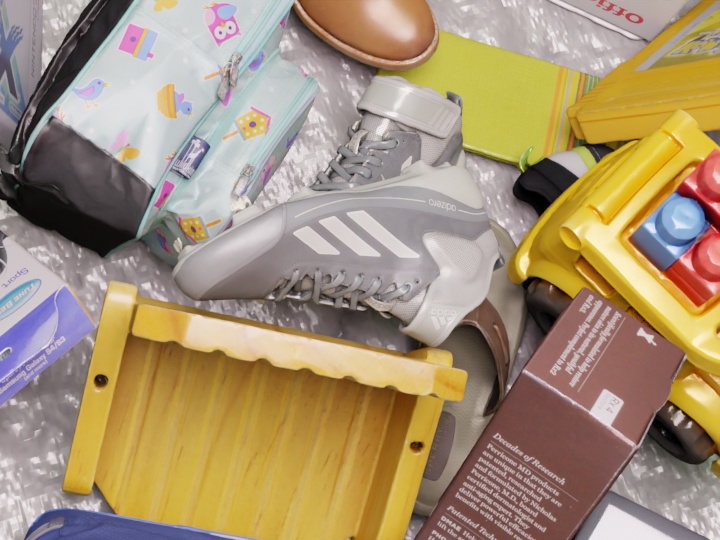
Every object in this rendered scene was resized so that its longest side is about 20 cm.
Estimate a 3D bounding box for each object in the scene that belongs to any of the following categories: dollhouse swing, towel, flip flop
[{"bbox_3d":[-0.055,0.099,0.739,0.199,0.176,0.183,13,102,-11],"label":"dollhouse swing"},{"bbox_3d":[0.107,-0.113,0.942,0.199,0.018,0.086,16,68,-5],"label":"towel"},{"bbox_3d":[0.063,0.058,0.868,0.081,0.058,0.201,18,74,-5],"label":"flip flop"}]

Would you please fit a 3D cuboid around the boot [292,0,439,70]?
[{"bbox_3d":[-0.013,-0.227,0.834,0.077,0.155,0.200,-32,83,-15],"label":"boot"}]

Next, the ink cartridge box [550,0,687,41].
[{"bbox_3d":[0.178,-0.255,0.894,0.145,0.200,0.084,25,70,-3],"label":"ink cartridge box"}]

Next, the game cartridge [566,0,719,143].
[{"bbox_3d":[0.251,-0.145,0.872,0.200,0.176,0.033,-37,111,-34],"label":"game cartridge"}]

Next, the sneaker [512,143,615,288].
[{"bbox_3d":[0.148,0.013,0.891,0.082,0.072,0.201,-13,79,-6],"label":"sneaker"}]

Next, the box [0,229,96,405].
[{"bbox_3d":[-0.236,0.030,0.764,0.119,0.042,0.200,-41,42,-17],"label":"box"}]

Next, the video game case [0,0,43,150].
[{"bbox_3d":[-0.231,-0.186,0.802,0.022,0.200,0.183,-4,76,6],"label":"video game case"}]

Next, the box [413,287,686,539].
[{"bbox_3d":[0.091,0.118,0.746,0.075,0.200,0.100,35,36,9],"label":"box"}]

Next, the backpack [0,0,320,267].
[{"bbox_3d":[-0.112,-0.107,0.815,0.153,0.176,0.201,27,77,-11],"label":"backpack"}]

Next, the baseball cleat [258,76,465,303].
[{"bbox_3d":[-0.007,-0.061,0.834,0.070,0.107,0.200,20,35,31],"label":"baseball cleat"}]

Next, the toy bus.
[{"bbox_3d":[0.202,0.009,0.762,0.136,0.192,0.200,-43,85,-12],"label":"toy bus"}]

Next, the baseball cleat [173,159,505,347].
[{"bbox_3d":[0.000,0.000,0.738,0.199,0.070,0.107,-20,77,-30],"label":"baseball cleat"}]

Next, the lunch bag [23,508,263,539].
[{"bbox_3d":[-0.110,0.216,0.756,0.199,0.132,0.136,13,99,-8],"label":"lunch bag"}]

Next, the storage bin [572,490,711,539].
[{"bbox_3d":[0.163,0.214,0.786,0.134,0.200,0.146,29,74,9],"label":"storage bin"}]
